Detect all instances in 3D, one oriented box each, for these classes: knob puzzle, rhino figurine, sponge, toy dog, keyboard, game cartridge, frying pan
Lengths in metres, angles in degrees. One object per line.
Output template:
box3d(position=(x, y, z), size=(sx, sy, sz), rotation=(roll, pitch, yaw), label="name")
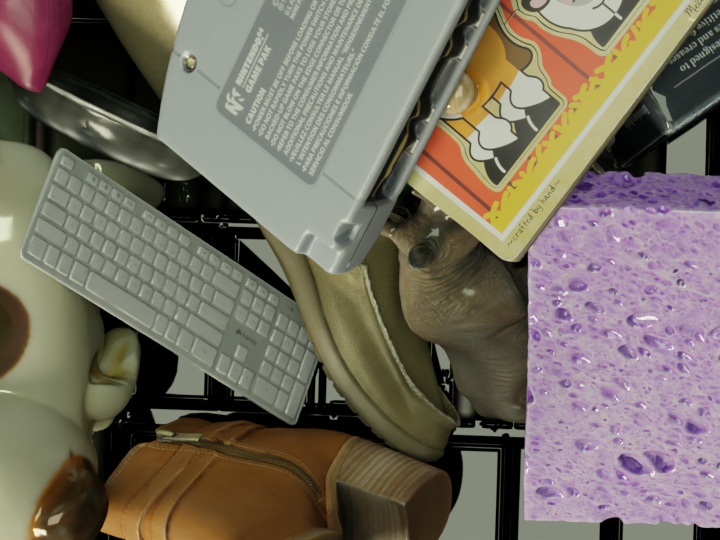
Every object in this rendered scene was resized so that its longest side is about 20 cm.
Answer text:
box3d(position=(0.042, -0.133, 1.251), size=(0.219, 0.030, 0.220), rotation=(2, 94, 22), label="knob puzzle")
box3d(position=(0.062, 0.006, 1.353), size=(0.087, 0.200, 0.060), rotation=(-39, 48, -2), label="rhino figurine")
box3d(position=(0.133, 0.040, 1.326), size=(0.111, 0.030, 0.200), rotation=(3, 131, 6), label="sponge")
box3d(position=(-0.166, 0.045, 1.358), size=(0.139, 0.194, 0.200), rotation=(2, 83, -4), label="toy dog")
box3d(position=(-0.086, 0.011, 1.362), size=(0.011, 0.200, 0.056), rotation=(-5, 61, 41), label="keyboard")
box3d(position=(-0.011, -0.116, 1.249), size=(0.133, 0.040, 0.200), rotation=(38, 116, 22), label="game cartridge")
box3d(position=(-0.151, -0.089, 1.373), size=(0.190, 0.115, 0.031), rotation=(26, 96, 14), label="frying pan")

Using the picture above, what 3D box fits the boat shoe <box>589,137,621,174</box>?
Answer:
box3d(position=(0.075, -0.083, 1.360), size=(0.200, 0.067, 0.057), rotation=(39, 94, 35), label="boat shoe")

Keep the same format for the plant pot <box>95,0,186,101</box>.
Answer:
box3d(position=(-0.068, -0.178, 1.362), size=(0.187, 0.187, 0.200), rotation=(-14, 102, 5), label="plant pot")

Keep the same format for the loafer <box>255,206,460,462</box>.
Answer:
box3d(position=(0.000, 0.000, 1.397), size=(0.067, 0.076, 0.200), rotation=(-30, 89, 11), label="loafer")

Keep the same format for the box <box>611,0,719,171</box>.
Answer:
box3d(position=(0.119, -0.164, 1.341), size=(0.107, 0.148, 0.200), rotation=(-34, 89, -7), label="box")

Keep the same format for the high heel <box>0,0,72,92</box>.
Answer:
box3d(position=(-0.201, -0.137, 1.366), size=(0.067, 0.200, 0.096), rotation=(0, 95, -29), label="high heel")

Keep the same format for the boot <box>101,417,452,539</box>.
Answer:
box3d(position=(-0.068, 0.129, 1.338), size=(0.155, 0.200, 0.074), rotation=(12, 112, 28), label="boot")
